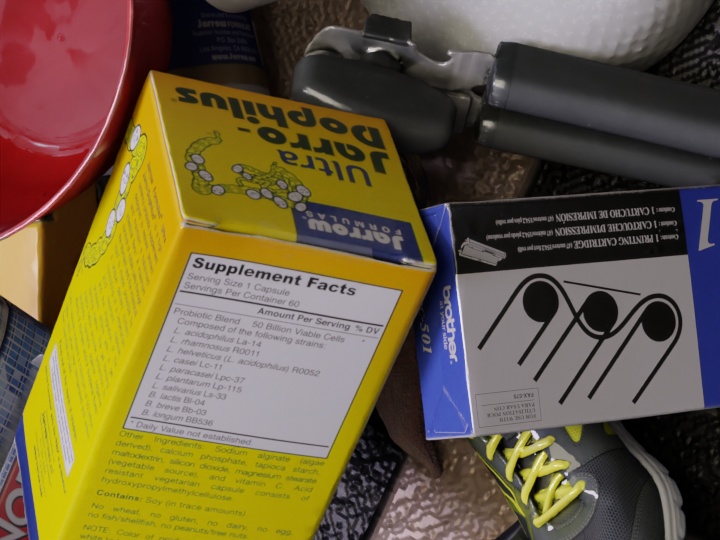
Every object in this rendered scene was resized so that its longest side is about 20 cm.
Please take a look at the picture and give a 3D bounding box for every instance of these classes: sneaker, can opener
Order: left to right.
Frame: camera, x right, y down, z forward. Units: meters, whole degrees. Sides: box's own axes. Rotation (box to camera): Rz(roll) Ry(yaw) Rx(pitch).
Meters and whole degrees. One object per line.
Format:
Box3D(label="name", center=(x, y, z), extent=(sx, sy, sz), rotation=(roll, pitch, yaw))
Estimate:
Box3D(label="can opener", center=(0.068, -0.065, 1.092), extent=(0.200, 0.053, 0.067), rotation=(9, 55, -4))
Box3D(label="sneaker", center=(0.073, 0.074, 1.079), extent=(0.074, 0.085, 0.200), rotation=(-46, 40, 27))

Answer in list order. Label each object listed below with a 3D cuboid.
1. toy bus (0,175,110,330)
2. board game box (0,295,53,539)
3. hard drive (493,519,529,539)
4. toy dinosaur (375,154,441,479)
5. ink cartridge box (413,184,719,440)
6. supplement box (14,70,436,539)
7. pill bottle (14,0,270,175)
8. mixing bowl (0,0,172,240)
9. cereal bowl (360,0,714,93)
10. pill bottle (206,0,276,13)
Box3D(label="toy bus", center=(-0.169, -0.001, 1.246), extent=(0.078, 0.065, 0.200), rotation=(0, 90, 26))
Box3D(label="board game box", center=(-0.171, 0.113, 1.133), extent=(0.062, 0.200, 0.200), rotation=(-5, 57, 47))
Box3D(label="hard drive", center=(0.023, 0.173, 1.082), extent=(0.135, 0.200, 0.042), rotation=(-42, 85, 18))
Box3D(label="toy dinosaur", center=(0.000, 0.000, 1.149), extent=(0.135, 0.086, 0.200), rotation=(-32, 85, 21))
Box3D(label="ink cartridge box", center=(0.119, 0.014, 1.042), extent=(0.044, 0.200, 0.094), rotation=(-12, 84, 63))
Box3D(label="supplement box", center=(-0.062, 0.035, 1.040), extent=(0.110, 0.109, 0.200), rotation=(-108, 35, -51))
Box3D(label="pill bottle", center=(-0.118, -0.154, 1.194), extent=(0.116, 0.116, 0.200), rotation=(-17, 82, 25))
Box3D(label="mixing bowl", center=(-0.157, -0.106, 1.088), extent=(0.200, 0.108, 0.200), rotation=(0, 91, 27))
Box3D(label="cereal bowl", center=(0.069, -0.178, 1.122), extent=(0.200, 0.083, 0.200), rotation=(0, 90, 27))
Box3D(label="pill bottle", center=(0.016, -0.184, 1.038), extent=(0.200, 0.114, 0.114), rotation=(-17, 83, 25))
